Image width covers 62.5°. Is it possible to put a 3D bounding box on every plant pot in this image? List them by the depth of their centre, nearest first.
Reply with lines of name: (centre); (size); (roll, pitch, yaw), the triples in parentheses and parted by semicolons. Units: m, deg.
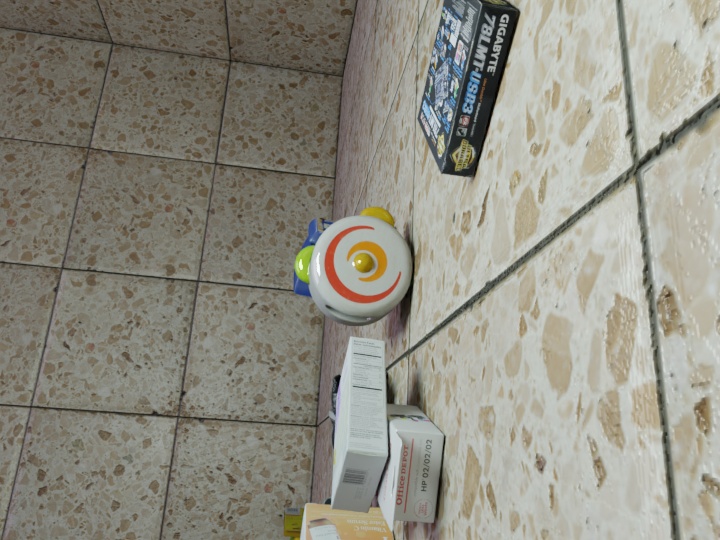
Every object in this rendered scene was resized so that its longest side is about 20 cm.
plant pot: (-0.073, -0.033, 1.635); (0.200, 0.198, 0.181); (-102, 24, -69)

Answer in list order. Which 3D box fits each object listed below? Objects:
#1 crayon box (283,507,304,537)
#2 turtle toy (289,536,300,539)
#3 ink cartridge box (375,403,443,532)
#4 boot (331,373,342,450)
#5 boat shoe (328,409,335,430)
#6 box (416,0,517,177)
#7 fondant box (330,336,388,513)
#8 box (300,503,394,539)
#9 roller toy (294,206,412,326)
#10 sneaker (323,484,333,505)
crayon box: (-0.271, 1.102, 2.579); (0.200, 0.126, 0.051); (-145, 61, -83)
turtle toy: (-0.267, 1.211, 2.559); (0.146, 0.100, 0.201); (-50, 24, 34)
ink cartridge box: (0.062, 0.260, 0.803); (0.200, 0.067, 0.116); (-177, 93, -84)
boot: (-0.021, 0.265, 1.111); (0.202, 0.076, 0.168); (-67, -19, -2)
boat shoe: (-0.047, 0.407, 1.554); (0.200, 0.070, 0.064); (165, 111, -81)
box: (0.127, -0.252, 0.762); (0.201, 0.049, 0.200); (-96, 13, -57)
fondant box: (-0.002, 0.219, 0.858); (0.201, 0.058, 0.145); (-87, 8, -51)
box: (-0.022, 0.491, 0.957); (0.200, 0.151, 0.107); (-105, 23, -69)
roller toy: (0.000, 0.000, 1.066); (0.183, 0.199, 0.140); (59, 166, 8)
sneaker: (-0.001, 0.454, 1.152); (0.200, 0.077, 0.141); (-48, -58, -53)
